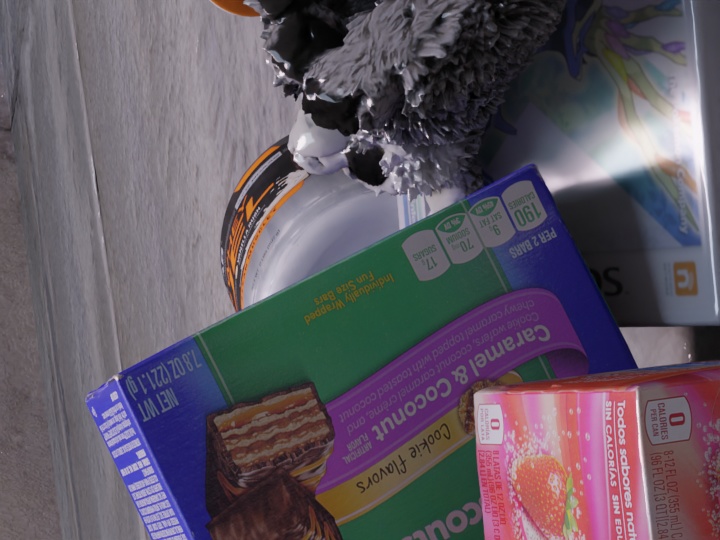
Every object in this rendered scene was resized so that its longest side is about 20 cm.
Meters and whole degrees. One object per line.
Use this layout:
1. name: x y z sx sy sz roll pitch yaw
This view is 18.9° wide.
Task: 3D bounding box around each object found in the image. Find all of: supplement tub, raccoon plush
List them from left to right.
1. supplement tub: 0.000 0.000 0.987 0.200 0.121 0.124 -128 35 -75
2. raccoon plush: 0.056 -0.083 0.763 0.134 0.198 0.098 35 -133 -58

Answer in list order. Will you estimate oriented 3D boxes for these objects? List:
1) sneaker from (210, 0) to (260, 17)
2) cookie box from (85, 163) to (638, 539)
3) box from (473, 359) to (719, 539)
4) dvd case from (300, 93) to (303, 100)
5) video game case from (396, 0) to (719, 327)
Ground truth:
1. sneaker: -0.059 -0.219 0.991 0.092 0.075 0.202 -157 72 -74
2. cookie box: 0.026 0.093 0.748 0.201 0.170 0.075 63 164 1
3. box: 0.108 0.130 0.665 0.094 0.102 0.202 -7 87 61
4. dvd case: -0.021 -0.186 1.114 0.151 0.024 0.202 109 153 -57
5. video game case: 0.069 -0.079 0.803 0.182 0.022 0.202 -3 92 55
